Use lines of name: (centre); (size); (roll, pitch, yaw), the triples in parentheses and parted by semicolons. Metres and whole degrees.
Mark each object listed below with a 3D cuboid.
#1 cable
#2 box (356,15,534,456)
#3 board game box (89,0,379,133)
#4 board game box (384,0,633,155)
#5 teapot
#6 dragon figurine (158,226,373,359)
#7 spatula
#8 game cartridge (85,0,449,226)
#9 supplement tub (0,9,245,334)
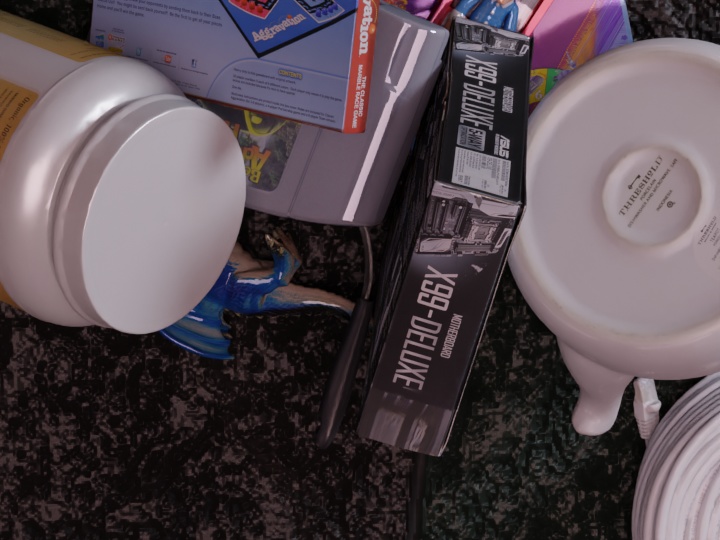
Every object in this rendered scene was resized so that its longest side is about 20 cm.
cable: (0.256, 0.146, 1.720); (0.199, 0.069, 0.201); (-1, 102, -2)
box: (0.046, -0.021, 1.589); (0.050, 0.200, 0.158); (14, 119, -4)
board game box: (-0.068, -0.139, 1.559); (0.019, 0.200, 0.103); (-6, 106, -46)
board game box: (0.069, -0.150, 1.662); (0.158, 0.039, 0.201); (-12, 102, 0)
teapot: (0.180, -0.031, 1.646); (0.200, 0.146, 0.198); (-15, 75, 18)
dragon figurine: (-0.085, 0.013, 1.681); (0.200, 0.059, 0.100); (35, 99, -9)
spatula: (0.000, 0.000, 1.639); (0.020, 0.057, 0.201); (11, 84, -12)
game cartridge: (-0.061, -0.106, 1.625); (0.200, 0.041, 0.133); (25, 105, 21)
supplement tub: (-0.174, -0.055, 1.577); (0.200, 0.145, 0.145); (22, 104, 36)
